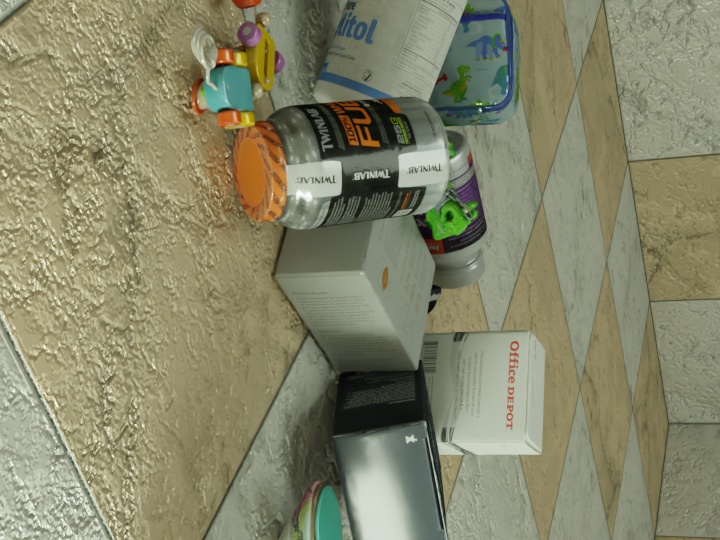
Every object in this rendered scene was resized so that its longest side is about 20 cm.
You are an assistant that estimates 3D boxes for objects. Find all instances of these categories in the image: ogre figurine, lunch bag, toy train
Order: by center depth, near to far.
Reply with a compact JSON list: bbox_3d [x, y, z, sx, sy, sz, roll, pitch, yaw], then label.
[{"bbox_3d":[-0.131,-0.224,1.135,0.201,0.055,0.151,-75,151,-44],"label":"toy train"},{"bbox_3d":[0.079,-0.100,1.407,0.120,0.098,0.200,56,21,-6],"label":"ogre figurine"},{"bbox_3d":[0.102,-0.268,1.519,0.082,0.198,0.163,29,62,-72],"label":"lunch bag"}]

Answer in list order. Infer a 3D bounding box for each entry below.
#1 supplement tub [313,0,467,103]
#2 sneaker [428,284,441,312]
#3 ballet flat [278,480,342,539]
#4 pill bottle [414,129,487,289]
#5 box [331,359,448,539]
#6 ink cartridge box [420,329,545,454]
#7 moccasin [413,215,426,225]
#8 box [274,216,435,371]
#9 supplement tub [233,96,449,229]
[{"bbox_3d":[0.038,-0.267,1.371,0.132,0.131,0.202,18,93,-66],"label":"supplement tub"},{"bbox_3d":[0.044,0.056,1.541,0.200,0.071,0.084,-20,130,-66],"label":"sneaker"},{"bbox_3d":[-0.046,0.302,1.251,0.069,0.070,0.201,-58,140,-45],"label":"ballet flat"},{"bbox_3d":[0.114,-0.081,1.641,0.112,0.110,0.202,-61,141,-53],"label":"pill bottle"},{"bbox_3d":[0.034,0.207,1.340,0.200,0.103,0.150,-81,161,-76],"label":"box"},{"bbox_3d":[0.133,0.160,1.540,0.086,0.198,0.148,43,49,-59],"label":"ink cartridge box"},{"bbox_3d":[0.034,-0.086,1.489,0.201,0.080,0.069,60,30,-50],"label":"moccasin"},{"bbox_3d":[0.000,0.000,1.354,0.201,0.105,0.154,60,34,-48],"label":"box"},{"bbox_3d":[-0.020,-0.108,1.198,0.198,0.122,0.124,-10,98,-29],"label":"supplement tub"}]
